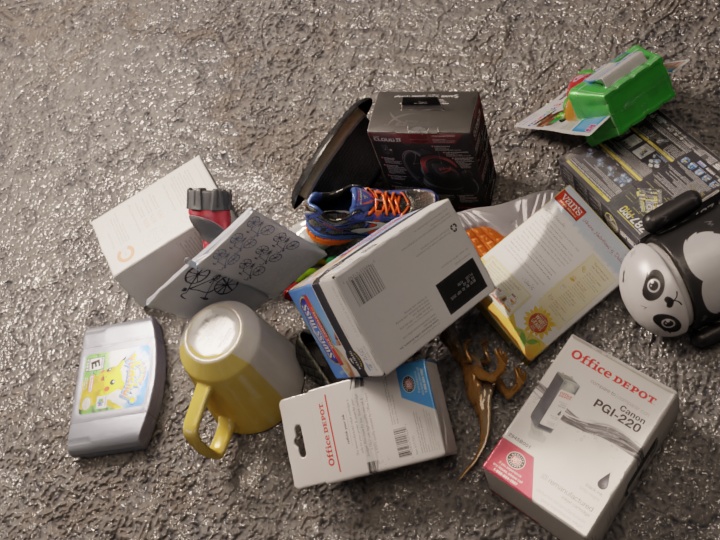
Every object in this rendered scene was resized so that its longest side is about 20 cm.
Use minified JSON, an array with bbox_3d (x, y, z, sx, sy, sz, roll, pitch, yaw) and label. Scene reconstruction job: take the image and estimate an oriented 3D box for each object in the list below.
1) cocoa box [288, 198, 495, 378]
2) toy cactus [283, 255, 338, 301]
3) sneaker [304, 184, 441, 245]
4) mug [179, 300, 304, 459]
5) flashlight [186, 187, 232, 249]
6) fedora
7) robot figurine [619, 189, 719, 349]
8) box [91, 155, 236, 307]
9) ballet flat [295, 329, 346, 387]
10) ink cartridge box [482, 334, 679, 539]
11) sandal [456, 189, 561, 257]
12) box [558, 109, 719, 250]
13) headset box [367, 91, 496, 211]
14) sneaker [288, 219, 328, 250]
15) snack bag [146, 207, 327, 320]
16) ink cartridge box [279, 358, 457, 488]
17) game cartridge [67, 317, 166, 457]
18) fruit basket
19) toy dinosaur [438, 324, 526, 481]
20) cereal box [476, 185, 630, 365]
[{"bbox_3d":[0.038,0.024,1.061,0.199,0.135,0.131,-34,9,-28],"label":"cocoa box"},{"bbox_3d":[0.000,0.000,1.212,0.197,0.103,0.167,4,50,30],"label":"toy cactus"},{"bbox_3d":[0.013,-0.080,1.179,0.196,0.079,0.077,-8,61,9],"label":"sneaker"},{"bbox_3d":[-0.163,0.133,1.136,0.147,0.154,0.189,-18,55,6],"label":"mug"},{"bbox_3d":[-0.218,-0.017,1.239,0.066,0.068,0.204,5,96,23],"label":"flashlight"},{"bbox_3d":[-0.017,-0.156,1.287,0.091,0.201,0.202,35,72,1],"label":"fedora"},{"bbox_3d":[0.414,-0.002,1.045,0.197,0.125,0.152,-25,55,1],"label":"robot figurine"},{"bbox_3d":[-0.294,-0.060,1.334,0.198,0.098,0.125,-32,55,-4],"label":"box"},{"bbox_3d":[-0.014,0.147,1.134,0.198,0.057,0.067,31,72,26],"label":"ballet flat"},{"bbox_3d":[0.256,0.199,0.999,0.144,0.085,0.201,29,70,31],"label":"ink cartridge box"},{"bbox_3d":[0.194,-0.051,1.192,0.203,0.059,0.081,-16,77,-3],"label":"sandal"},{"bbox_3d":[0.386,-0.125,1.160,0.159,0.049,0.201,-29,45,-3],"label":"box"},{"bbox_3d":[0.103,-0.171,1.208,0.146,0.201,0.076,4,60,21],"label":"headset box"},{"bbox_3d":[-0.103,-0.018,1.270,0.197,0.070,0.082,-20,68,10],"label":"sneaker"},{"bbox_3d":[-0.161,0.011,1.132,0.199,0.188,0.022,-38,61,13],"label":"snack bag"},{"bbox_3d":[0.008,0.192,1.066,0.197,0.068,0.118,-17,76,16],"label":"ink cartridge box"},{"bbox_3d":[-0.349,0.165,1.251,0.131,0.041,0.203,-9,57,9],"label":"game cartridge"},{"bbox_3d":[0.334,-0.253,1.218,0.184,0.095,0.200,-34,26,-9],"label":"fruit basket"},{"bbox_3d":[0.155,0.154,1.089,0.106,0.060,0.203,-35,51,31],"label":"toy dinosaur"},{"bbox_3d":[0.246,0.004,1.126,0.199,0.040,0.145,-37,75,-8],"label":"cereal box"}]
